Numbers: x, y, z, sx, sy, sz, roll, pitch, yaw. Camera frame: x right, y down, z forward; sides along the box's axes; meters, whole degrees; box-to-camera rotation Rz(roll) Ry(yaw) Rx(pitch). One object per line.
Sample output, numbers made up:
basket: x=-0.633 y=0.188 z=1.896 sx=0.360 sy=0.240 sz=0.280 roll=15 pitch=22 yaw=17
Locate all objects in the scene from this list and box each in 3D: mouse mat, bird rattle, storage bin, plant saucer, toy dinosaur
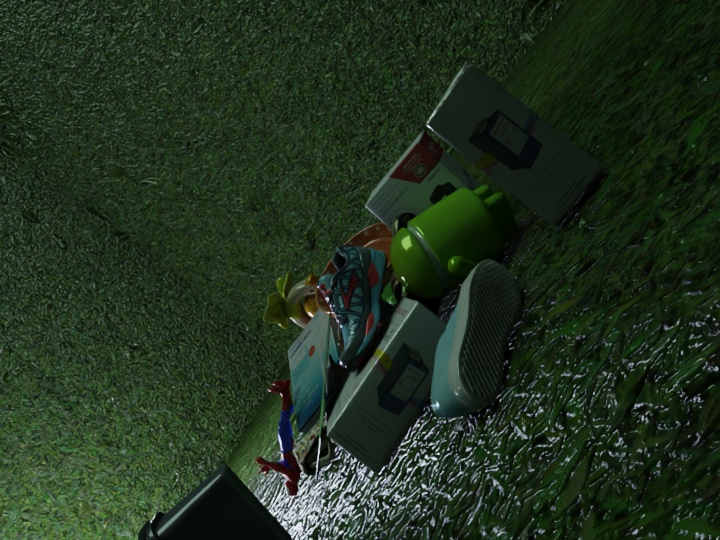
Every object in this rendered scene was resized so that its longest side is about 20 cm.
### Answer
mouse mat: x=-0.055 y=0.185 z=0.811 sx=0.163 sy=0.007 sz=0.203 roll=99 pitch=174 yaw=-50
bird rattle: x=-0.093 y=0.089 z=1.097 sx=0.163 sy=0.199 sz=0.114 roll=-41 pitch=17 yaw=36
storage bin: x=-0.192 y=0.388 z=0.779 sx=0.134 sy=0.201 sz=0.145 roll=-42 pitch=1 yaw=-16
plant saucer: x=0.000 y=0.000 z=0.978 sx=0.199 sy=0.032 sz=0.202 roll=-34 pitch=30 yaw=23
toy dinosaur: x=0.003 y=0.112 z=0.935 sx=0.087 sy=0.133 sz=0.201 roll=-63 pitch=21 yaw=19

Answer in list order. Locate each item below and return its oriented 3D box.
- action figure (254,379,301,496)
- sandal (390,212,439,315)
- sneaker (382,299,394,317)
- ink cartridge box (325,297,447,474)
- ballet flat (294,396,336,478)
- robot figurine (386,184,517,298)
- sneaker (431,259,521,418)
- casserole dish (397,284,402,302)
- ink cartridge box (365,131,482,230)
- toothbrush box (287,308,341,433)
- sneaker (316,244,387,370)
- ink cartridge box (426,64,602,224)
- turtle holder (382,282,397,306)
action figure: x=-0.158 y=0.309 z=0.977 sx=0.096 sy=0.205 sz=0.065 roll=-10 pitch=3 yaw=4
sandal: x=0.081 y=0.010 z=0.888 sx=0.057 sy=0.078 sz=0.206 roll=-14 pitch=79 yaw=51
sneaker: x=0.008 y=0.146 z=1.088 sx=0.202 sy=0.084 sz=0.074 roll=-55 pitch=4 yaw=-18
ink cartridge box: x=0.041 y=0.142 z=0.730 sx=0.201 sy=0.087 sz=0.145 roll=-53 pitch=3 yaw=-2
ballet flat: x=-0.046 y=0.275 z=0.904 sx=0.202 sy=0.074 sz=0.065 roll=-57 pitch=33 yaw=30
robot figurine: x=0.128 y=-0.040 z=0.796 sx=0.198 sy=0.117 sz=0.176 roll=-33 pitch=30 yaw=-4
sneaker: x=0.115 y=0.069 z=0.585 sx=0.082 sy=0.074 sz=0.201 roll=-45 pitch=9 yaw=45
casserole dish: x=0.114 y=-0.004 z=1.013 sx=0.038 sy=0.123 sz=0.201 roll=-6 pitch=31 yaw=29
ink cartridge box: x=0.130 y=-0.108 z=0.926 sx=0.146 sy=0.199 sz=0.083 roll=-47 pitch=8 yaw=26
toothbrush box: x=-0.057 y=0.183 z=1.008 sx=0.147 sy=0.084 sz=0.202 roll=-52 pitch=31 yaw=24
sneaker: x=-0.021 y=0.047 z=0.764 sx=0.080 sy=0.093 sz=0.203 roll=117 pitch=166 yaw=-46
ink cartridge box: x=0.183 y=-0.162 z=0.690 sx=0.088 sy=0.199 sz=0.146 roll=-51 pitch=5 yaw=15
turtle holder: x=0.047 y=0.049 z=1.272 sx=0.132 sy=0.137 sz=0.190 roll=78 pitch=-172 yaw=-72
